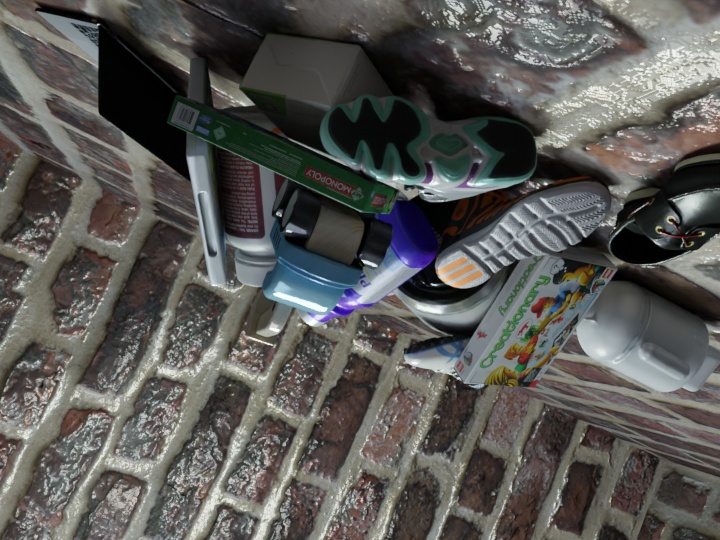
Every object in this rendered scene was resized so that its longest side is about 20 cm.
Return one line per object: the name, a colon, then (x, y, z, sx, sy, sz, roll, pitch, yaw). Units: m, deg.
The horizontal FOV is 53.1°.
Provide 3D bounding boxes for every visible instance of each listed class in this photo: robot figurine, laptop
robot figurine: (0.371, 0.085, 0.951, 0.199, 0.113, 0.170, 25, -165, -10)
laptop: (-0.323, -0.230, 0.953, 0.199, 0.116, 0.187, 20, 170, 27)

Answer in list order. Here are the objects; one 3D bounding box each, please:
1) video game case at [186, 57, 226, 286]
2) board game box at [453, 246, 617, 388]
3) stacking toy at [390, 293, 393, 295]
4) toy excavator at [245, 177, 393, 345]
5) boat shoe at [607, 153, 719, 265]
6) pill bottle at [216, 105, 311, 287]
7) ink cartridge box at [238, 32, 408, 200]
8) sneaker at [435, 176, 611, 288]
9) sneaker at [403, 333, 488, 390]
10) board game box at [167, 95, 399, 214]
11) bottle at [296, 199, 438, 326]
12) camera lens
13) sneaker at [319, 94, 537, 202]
video game case: (-0.175, -0.115, 0.833, 0.022, 0.200, 0.183, -6, 134, -7)
board game box: (0.213, 0.059, 0.890, 0.126, 0.201, 0.035, 9, -149, -32)
stacking toy: (0.077, -0.005, 1.364, 0.085, 0.086, 0.200, 26, 166, -11)
toy excavator: (-0.068, 0.009, 0.751, 0.100, 0.201, 0.195, 21, -169, -18)
boat shoe: (0.276, -0.045, 0.611, 0.073, 0.063, 0.201, 27, 170, -2)
pill bottle: (-0.107, -0.090, 0.853, 0.114, 0.201, 0.114, -2, -162, 1)
ink cartridge box: (-0.017, -0.152, 0.743, 0.117, 0.068, 0.200, 19, 169, 30)
sneaker: (0.161, -0.067, 0.755, 0.199, 0.112, 0.078, -25, 126, 33)
sneaker: (0.140, 0.123, 0.959, 0.199, 0.073, 0.072, 7, 166, -38)
board game box: (-0.067, -0.108, 0.693, 0.199, 0.029, 0.135, 25, -172, 10)
bottle: (0.000, 0.000, 0.852, 0.200, 0.084, 0.065, -37, 159, 35)
camera lens: (0.122, -0.005, 0.937, 0.159, 0.161, 0.200, 21, 171, 23)
sneaker: (0.051, -0.101, 0.686, 0.199, 0.078, 0.140, 9, 171, -12)
